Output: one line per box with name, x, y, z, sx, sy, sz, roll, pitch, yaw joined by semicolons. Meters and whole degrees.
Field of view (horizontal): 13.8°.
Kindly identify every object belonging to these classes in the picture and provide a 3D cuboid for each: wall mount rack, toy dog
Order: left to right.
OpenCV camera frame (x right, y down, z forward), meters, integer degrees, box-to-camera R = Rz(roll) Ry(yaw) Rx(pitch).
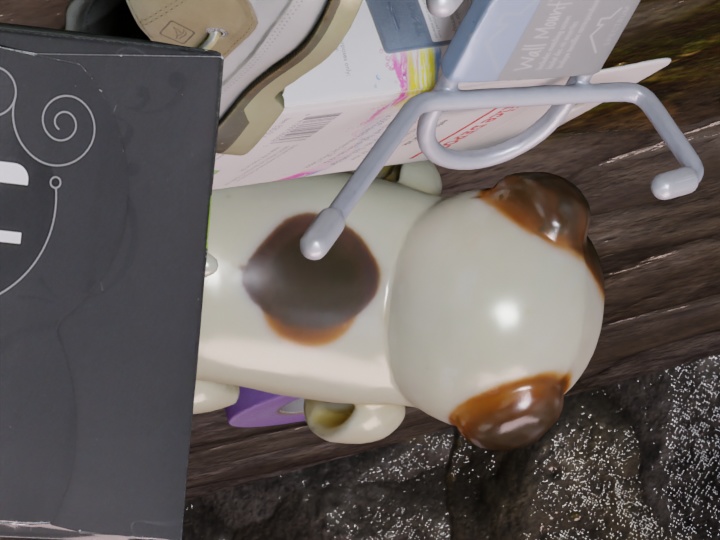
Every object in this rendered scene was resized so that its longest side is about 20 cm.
toy dog;0.000;0.000;1.206;0.200;0.140;0.194;9;167;7
wall mount rack;0.061;-0.077;0.991;0.174;0.075;0.200;-7;143;-31

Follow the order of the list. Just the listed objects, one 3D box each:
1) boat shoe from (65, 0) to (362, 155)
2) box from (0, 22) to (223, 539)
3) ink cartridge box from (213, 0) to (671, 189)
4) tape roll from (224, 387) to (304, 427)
boat shoe;-0.043;-0.096;0.917;0.068;0.075;0.200;10;149;-15
box;-0.141;-0.002;0.910;0.124;0.149;0.200;5;-178;-28
ink cartridge box;0.002;-0.081;1.112;0.200;0.067;0.117;-9;170;-30
tape roll;0.005;0.046;1.921;0.200;0.066;0.200;-14;172;-2
